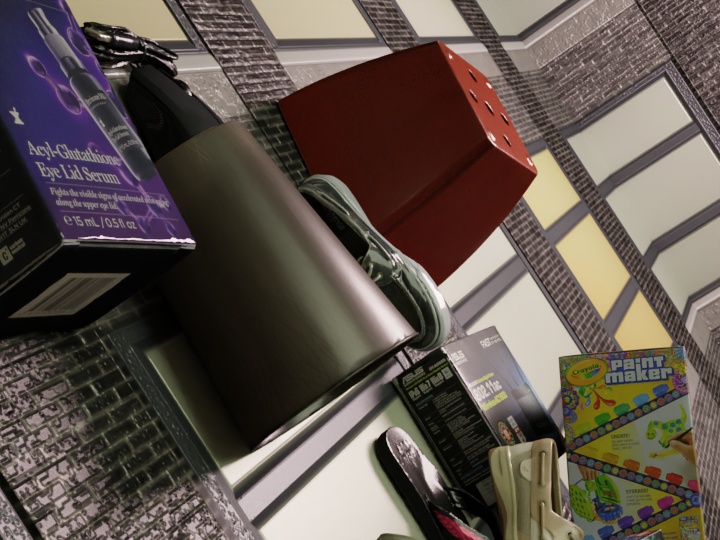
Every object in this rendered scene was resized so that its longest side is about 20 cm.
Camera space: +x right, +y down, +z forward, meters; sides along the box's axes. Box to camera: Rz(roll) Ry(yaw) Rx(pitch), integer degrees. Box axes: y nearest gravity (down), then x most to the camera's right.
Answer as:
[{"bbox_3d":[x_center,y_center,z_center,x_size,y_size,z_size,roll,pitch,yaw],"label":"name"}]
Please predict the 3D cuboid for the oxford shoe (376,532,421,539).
[{"bbox_3d":[0.090,0.241,0.971,0.199,0.075,0.058,26,66,-13],"label":"oxford shoe"}]

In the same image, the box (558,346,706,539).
[{"bbox_3d":[0.267,0.192,1.396,0.200,0.121,0.194,53,33,-70],"label":"box"}]

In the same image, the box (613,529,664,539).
[{"bbox_3d":[0.177,0.284,0.926,0.137,0.040,0.201,-11,82,-46],"label":"box"}]

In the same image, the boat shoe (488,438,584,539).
[{"bbox_3d":[0.156,0.229,1.195,0.072,0.065,0.201,63,14,-48],"label":"boat shoe"}]

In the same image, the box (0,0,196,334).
[{"bbox_3d":[-0.212,-0.071,0.839,0.201,0.104,0.148,61,20,10],"label":"box"}]

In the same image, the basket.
[{"bbox_3d":[-0.073,0.006,1.022,0.200,0.136,0.180,55,24,6],"label":"basket"}]

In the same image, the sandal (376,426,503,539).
[{"bbox_3d":[0.085,0.213,1.200,0.200,0.045,0.075,56,19,0],"label":"sandal"}]

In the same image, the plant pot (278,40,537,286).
[{"bbox_3d":[0.065,-0.123,1.493,0.200,0.176,0.201,22,39,-60],"label":"plant pot"}]

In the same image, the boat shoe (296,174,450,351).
[{"bbox_3d":[0.000,0.000,1.322,0.200,0.072,0.071,48,27,6],"label":"boat shoe"}]

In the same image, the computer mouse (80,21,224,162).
[{"bbox_3d":[-0.144,-0.122,1.166,0.201,0.053,0.138,61,18,12],"label":"computer mouse"}]

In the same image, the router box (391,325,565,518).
[{"bbox_3d":[0.121,0.140,1.381,0.150,0.062,0.200,58,19,7],"label":"router box"}]
